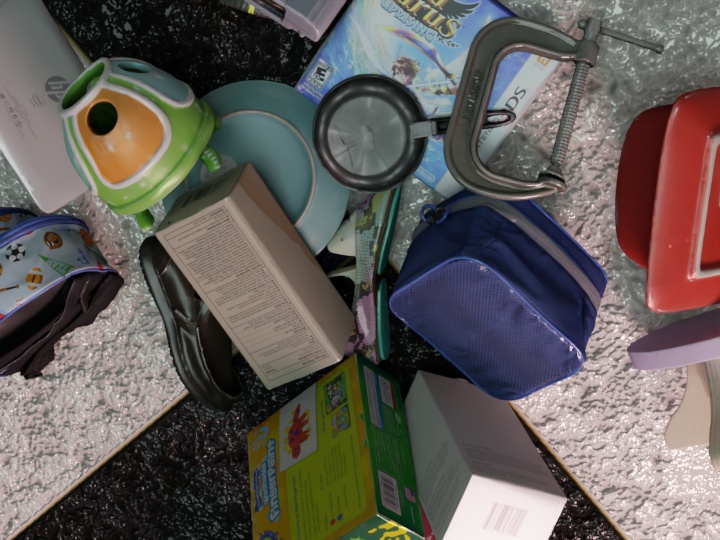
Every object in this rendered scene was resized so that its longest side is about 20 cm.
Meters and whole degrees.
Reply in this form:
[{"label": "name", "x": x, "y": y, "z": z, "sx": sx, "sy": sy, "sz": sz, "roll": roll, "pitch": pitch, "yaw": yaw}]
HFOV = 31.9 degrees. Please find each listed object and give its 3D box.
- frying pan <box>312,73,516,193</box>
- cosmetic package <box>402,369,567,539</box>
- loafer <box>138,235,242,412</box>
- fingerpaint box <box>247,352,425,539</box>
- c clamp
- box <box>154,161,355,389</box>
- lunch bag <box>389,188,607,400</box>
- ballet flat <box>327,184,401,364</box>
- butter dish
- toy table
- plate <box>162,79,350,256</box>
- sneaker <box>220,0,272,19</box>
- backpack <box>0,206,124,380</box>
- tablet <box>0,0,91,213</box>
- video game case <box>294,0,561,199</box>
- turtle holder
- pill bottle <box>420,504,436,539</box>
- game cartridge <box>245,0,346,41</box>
[{"label": "frying pan", "x": 0.043, "y": -0.120, "z": 1.208, "sx": 0.189, "sy": 0.031, "sz": 0.116, "roll": 17, "pitch": 105, "yaw": 8}, {"label": "cosmetic package", "x": 0.111, "y": 0.188, "z": 1.228, "sx": 0.107, "sy": 0.200, "sz": 0.085, "roll": 17, "pitch": 108, "yaw": -18}, {"label": "loafer", "x": -0.164, "y": 0.052, "z": 1.307, "sx": 0.071, "sy": 0.073, "sz": 0.201, "roll": -19, "pitch": 102, "yaw": 15}, {"label": "fingerpaint box", "x": -0.030, "y": 0.212, "z": 1.254, "sx": 0.167, "sy": 0.201, "sz": 0.073, "roll": -38, "pitch": 127, "yaw": 24}, {"label": "c clamp", "x": 0.170, "y": -0.151, "z": 1.158, "sx": 0.170, "sy": 0.027, "sz": 0.201, "roll": 22, "pitch": 82, "yaw": 0}, {"label": "box", "x": -0.098, "y": 0.007, "z": 1.217, "sx": 0.095, "sy": 0.078, "sz": 0.200, "roll": -22, "pitch": 114, "yaw": 24}, {"label": "lunch bag", "x": 0.129, "y": 0.008, "z": 1.203, "sx": 0.200, "sy": 0.133, "sz": 0.136, "roll": 42, "pitch": 136, "yaw": -19}, {"label": "ballet flat", "x": 0.000, "y": 0.000, "z": 1.276, "sx": 0.071, "sy": 0.069, "sz": 0.201, "roll": 8, "pitch": 110, "yaw": 10}, {"label": "butter dish", "x": 0.304, "y": -0.081, "z": 1.166, "sx": 0.199, "sy": 0.148, "sz": 0.201, "roll": -8, "pitch": 112, "yaw": -33}, {"label": "toy table", "x": 0.361, "y": 0.102, "z": 1.198, "sx": 0.200, "sy": 0.183, "sz": 0.118, "roll": -16, "pitch": 96, "yaw": 51}, {"label": "plate", "x": -0.108, "y": -0.092, "z": 1.259, "sx": 0.199, "sy": 0.026, "sz": 0.202, "roll": 0, "pitch": 91, "yaw": 10}, {"label": "sneaker", "x": -0.114, "y": -0.291, "z": 1.207, "sx": 0.199, "sy": 0.075, "sz": 0.077, "roll": 19, "pitch": 101, "yaw": -2}, {"label": "backpack", "x": -0.348, "y": 0.022, "z": 1.280, "sx": 0.190, "sy": 0.200, "sz": 0.155, "roll": -31, "pitch": 86, "yaw": 12}, {"label": "tablet", "x": -0.319, "y": -0.170, "z": 1.253, "sx": 0.014, "sy": 0.130, "sz": 0.201, "roll": -19, "pitch": 105, "yaw": 52}, {"label": "video game case", "x": 0.067, "y": -0.195, "z": 1.222, "sx": 0.200, "sy": 0.045, "sz": 0.182, "roll": 35, "pitch": 106, "yaw": -2}, {"label": "turtle holder", "x": -0.213, "y": -0.143, "z": 1.203, "sx": 0.141, "sy": 0.186, "sz": 0.132, "roll": -29, "pitch": 123, "yaw": 31}, {"label": "pill bottle", "x": 0.061, "y": 0.312, "z": 1.326, "sx": 0.200, "sy": 0.114, "sz": 0.114, "roll": 42, "pitch": 107, "yaw": -4}, {"label": "game cartridge", "x": -0.091, "y": -0.316, "z": 1.177, "sx": 0.199, "sy": 0.134, "sz": 0.040, "roll": 32, "pitch": 152, "yaw": -2}]
